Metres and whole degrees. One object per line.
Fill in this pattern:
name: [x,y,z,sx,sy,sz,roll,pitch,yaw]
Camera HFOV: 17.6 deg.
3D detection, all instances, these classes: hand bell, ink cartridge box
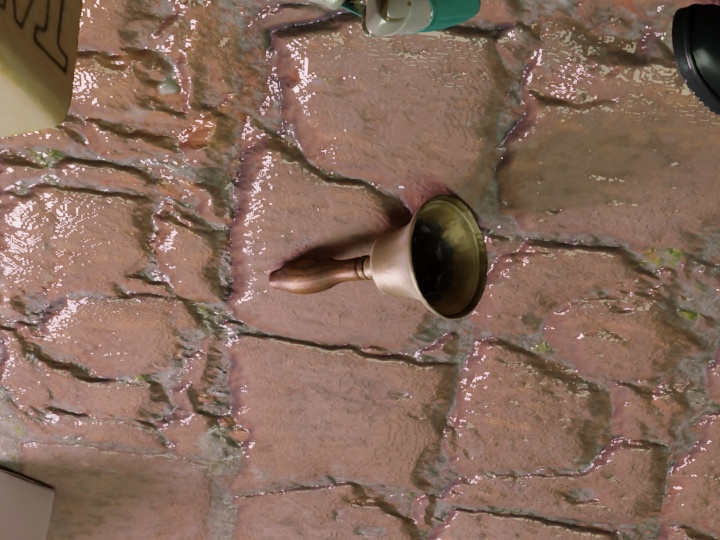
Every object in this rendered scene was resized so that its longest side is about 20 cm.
hand bell: [0.000,0.000,1.991,0.199,0.105,0.104,-9,142,40]
ink cartridge box: [-0.409,0.314,2.423,0.084,0.146,0.200,24,140,-23]

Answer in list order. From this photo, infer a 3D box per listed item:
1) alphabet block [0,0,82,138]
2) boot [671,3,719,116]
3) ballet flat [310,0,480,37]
alphabet block: [-0.322,-0.216,1.628,0.194,0.198,0.200,-8,150,23]
boot: [0.344,-0.155,1.701,0.167,0.077,0.200,-18,144,36]
ballet flat: [-0.004,-0.208,1.703,0.199,0.071,0.067,23,141,-20]
